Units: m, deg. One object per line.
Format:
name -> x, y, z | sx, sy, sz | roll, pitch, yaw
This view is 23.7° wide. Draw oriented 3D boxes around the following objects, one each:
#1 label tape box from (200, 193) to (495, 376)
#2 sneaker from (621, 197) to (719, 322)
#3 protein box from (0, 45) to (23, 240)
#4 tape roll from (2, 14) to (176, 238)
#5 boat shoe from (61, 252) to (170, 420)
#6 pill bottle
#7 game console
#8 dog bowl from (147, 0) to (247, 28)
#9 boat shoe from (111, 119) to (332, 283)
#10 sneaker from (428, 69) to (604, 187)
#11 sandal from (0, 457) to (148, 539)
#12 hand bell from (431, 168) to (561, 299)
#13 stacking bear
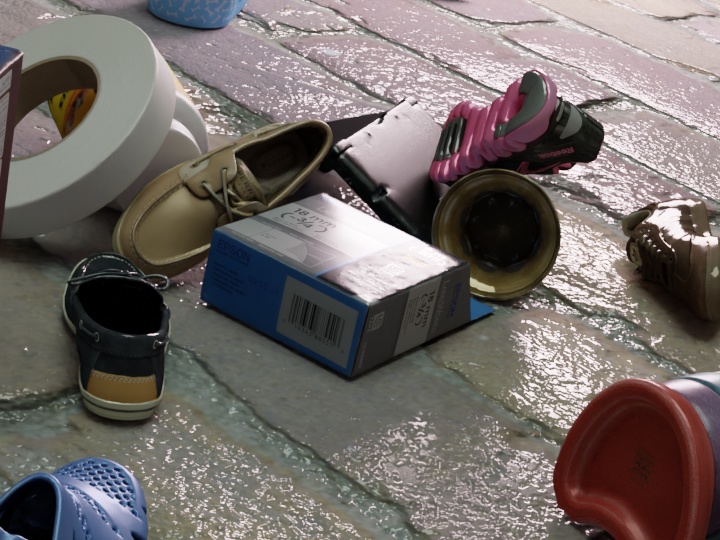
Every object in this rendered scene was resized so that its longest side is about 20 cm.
label tape box -> 0.000, 0.000, 1.286 | 0.144, 0.063, 0.200 | 26, 27, 28
sneaker -> 0.265, -0.005, 1.453 | 0.075, 0.071, 0.200 | -5, 19, 7
protein box -> -0.330, -0.045, 1.047 | 0.198, 0.201, 0.135 | 14, 23, 3
tape roll -> -0.237, -0.112, 1.306 | 0.202, 0.037, 0.203 | -14, 48, 16
boat shoe -> -0.160, 0.028, 1.145 | 0.074, 0.062, 0.200 | 5, 23, -12
pill bottle -> -0.188, -0.117, 1.401 | 0.109, 0.110, 0.200 | 2, 25, -22
game console -> -0.001, -0.076, 1.519 | 0.176, 0.116, 0.200 | 46, 29, 2
dog bowl -> -0.182, -0.324, 1.957 | 0.111, 0.050, 0.200 | 14, 22, 3
boat shoe -> -0.103, -0.061, 1.291 | 0.200, 0.071, 0.064 | -41, 12, -34
sneaker -> 0.130, -0.101, 1.425 | 0.095, 0.079, 0.200 | 22, -15, -22
sandal -> -0.159, 0.139, 0.861 | 0.079, 0.087, 0.200 | 14, 21, 9
hand bell -> 0.130, -0.040, 1.449 | 0.104, 0.104, 0.200 | 17, 11, 11
stacking bear -> 0.242, 0.120, 1.086 | 0.199, 0.114, 0.121 | 1, 25, -36
